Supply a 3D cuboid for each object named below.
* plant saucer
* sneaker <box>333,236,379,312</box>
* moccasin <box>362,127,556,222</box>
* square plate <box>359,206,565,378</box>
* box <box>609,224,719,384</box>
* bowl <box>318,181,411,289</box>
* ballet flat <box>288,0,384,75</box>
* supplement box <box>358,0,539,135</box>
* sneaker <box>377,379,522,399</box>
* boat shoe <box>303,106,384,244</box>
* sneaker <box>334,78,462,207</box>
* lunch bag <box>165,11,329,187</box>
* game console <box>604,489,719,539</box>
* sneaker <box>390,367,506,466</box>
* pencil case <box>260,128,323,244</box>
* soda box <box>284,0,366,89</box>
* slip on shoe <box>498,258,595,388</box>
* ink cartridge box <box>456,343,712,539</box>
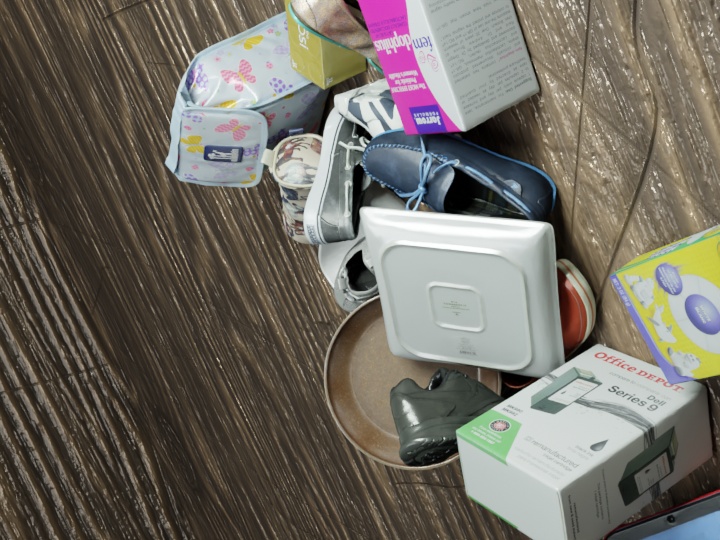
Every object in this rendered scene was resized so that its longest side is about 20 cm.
[{"bbox_3d":[0.059,0.120,1.212,0.202,0.199,0.037,61,-169,0],"label":"plant saucer"},{"bbox_3d":[0.000,0.000,1.225,0.075,0.082,0.200,57,153,10],"label":"sneaker"},{"bbox_3d":[0.090,-0.090,1.061,0.198,0.068,0.081,13,132,19],"label":"moccasin"},{"bbox_3d":[0.102,0.030,1.091,0.198,0.029,0.200,7,130,24],"label":"square plate"},{"bbox_3d":[0.304,0.024,0.898,0.118,0.048,0.200,60,153,1],"label":"box"},{"bbox_3d":[0.038,-0.005,1.327,0.200,0.074,0.201,51,153,21],"label":"bowl"},{"bbox_3d":[0.014,-0.241,1.074,0.067,0.199,0.068,-41,61,24],"label":"ballet flat"},{"bbox_3d":[0.072,-0.237,1.001,0.101,0.103,0.202,6,123,59],"label":"supplement box"},{"bbox_3d":[0.089,0.134,1.283,0.198,0.077,0.091,13,158,7],"label":"sneaker"},{"bbox_3d":[-0.009,-0.115,1.228,0.067,0.201,0.074,-2,137,21],"label":"boat shoe"},{"bbox_3d":[0.046,-0.134,1.175,0.198,0.079,0.131,12,122,50],"label":"sneaker"},{"bbox_3d":[-0.141,-0.192,1.324,0.128,0.199,0.170,53,152,16],"label":"lunch bag"},{"bbox_3d":[0.344,0.304,1.039,0.200,0.031,0.178,-35,81,42],"label":"game console"},{"bbox_3d":[0.114,0.143,1.117,0.076,0.198,0.092,-43,56,38],"label":"sneaker"},{"bbox_3d":[-0.069,-0.100,1.366,0.089,0.078,0.200,21,162,9],"label":"pencil case"},{"bbox_3d":[-0.041,-0.305,1.183,0.068,0.064,0.202,38,147,38],"label":"soda box"},{"bbox_3d":[0.190,0.063,1.129,0.074,0.061,0.201,52,151,23],"label":"slip on shoe"},{"bbox_3d":[0.213,0.163,1.030,0.145,0.199,0.085,22,132,52],"label":"ink cartridge box"}]
